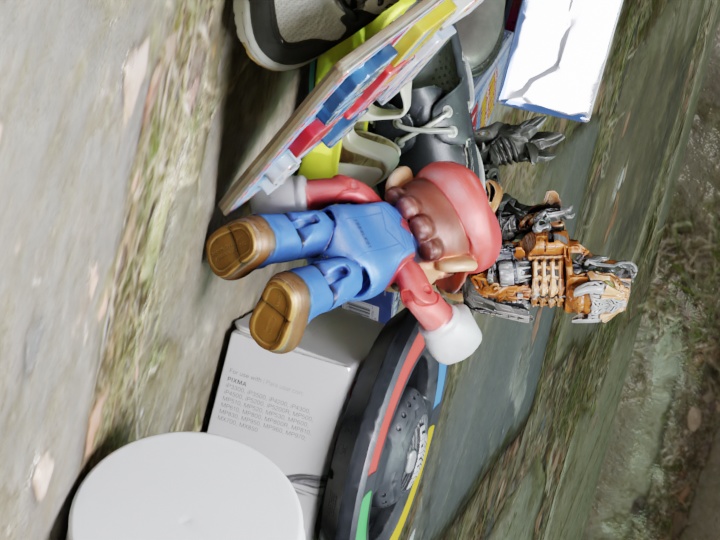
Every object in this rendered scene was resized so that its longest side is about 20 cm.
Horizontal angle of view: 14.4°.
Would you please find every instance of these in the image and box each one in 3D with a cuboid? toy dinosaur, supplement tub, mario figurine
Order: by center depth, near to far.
[{"bbox_3d":[-0.097,0.199,1.579,0.200,0.132,0.132,95,17,-46],"label":"supplement tub"},{"bbox_3d":[0.000,0.000,1.686,0.200,0.106,0.124,-14,101,-42],"label":"mario figurine"},{"bbox_3d":[0.080,-0.025,1.819,0.136,0.200,0.102,-63,-179,-43],"label":"toy dinosaur"}]

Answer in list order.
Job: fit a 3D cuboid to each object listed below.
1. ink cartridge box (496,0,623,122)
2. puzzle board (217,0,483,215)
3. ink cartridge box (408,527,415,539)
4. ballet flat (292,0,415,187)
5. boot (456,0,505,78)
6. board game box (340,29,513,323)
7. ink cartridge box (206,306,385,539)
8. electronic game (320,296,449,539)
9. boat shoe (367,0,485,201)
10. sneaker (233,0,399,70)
[{"bbox_3d":[0.138,-0.194,2.138,0.200,0.076,0.137,-115,-141,-79],"label":"ink cartridge box"},{"bbox_3d":[0.007,-0.106,1.578,0.151,0.017,0.200,-38,177,-30],"label":"puzzle board"},{"bbox_3d":[-0.009,0.324,2.383,0.200,0.057,0.163,-68,170,-63],"label":"ink cartridge box"},{"bbox_3d":[-0.005,-0.092,1.740,0.067,0.067,0.200,-53,158,-58],"label":"ballet flat"},{"bbox_3d":[0.072,-0.236,1.929,0.131,0.068,0.200,86,16,-49],"label":"boot"},{"bbox_3d":[0.046,-0.077,2.011,0.200,0.062,0.200,94,18,-47],"label":"board game box"},{"bbox_3d":[-0.048,0.129,1.813,0.147,0.083,0.200,-31,137,-73],"label":"ink cartridge box"},{"bbox_3d":[0.020,0.111,1.798,0.200,0.042,0.200,16,90,-78],"label":"electronic game"},{"bbox_3d":[0.034,-0.105,1.781,0.060,0.075,0.200,82,-4,-74],"label":"boat shoe"},{"bbox_3d":[0.018,-0.181,1.534,0.200,0.088,0.076,-42,114,-21],"label":"sneaker"}]
